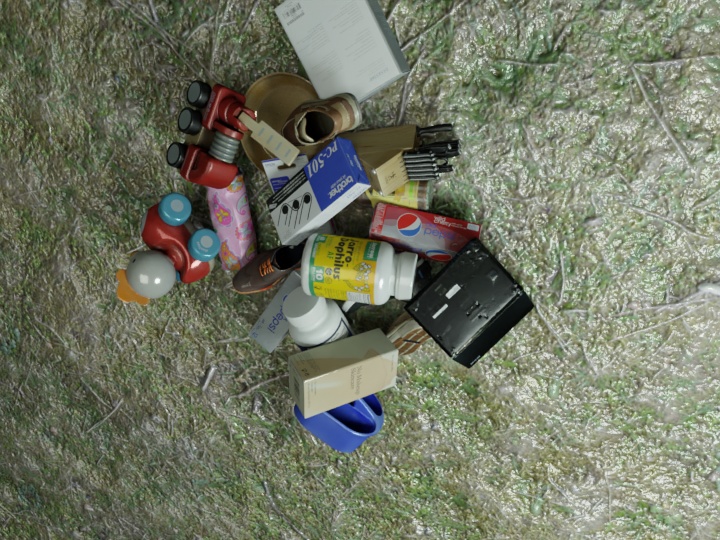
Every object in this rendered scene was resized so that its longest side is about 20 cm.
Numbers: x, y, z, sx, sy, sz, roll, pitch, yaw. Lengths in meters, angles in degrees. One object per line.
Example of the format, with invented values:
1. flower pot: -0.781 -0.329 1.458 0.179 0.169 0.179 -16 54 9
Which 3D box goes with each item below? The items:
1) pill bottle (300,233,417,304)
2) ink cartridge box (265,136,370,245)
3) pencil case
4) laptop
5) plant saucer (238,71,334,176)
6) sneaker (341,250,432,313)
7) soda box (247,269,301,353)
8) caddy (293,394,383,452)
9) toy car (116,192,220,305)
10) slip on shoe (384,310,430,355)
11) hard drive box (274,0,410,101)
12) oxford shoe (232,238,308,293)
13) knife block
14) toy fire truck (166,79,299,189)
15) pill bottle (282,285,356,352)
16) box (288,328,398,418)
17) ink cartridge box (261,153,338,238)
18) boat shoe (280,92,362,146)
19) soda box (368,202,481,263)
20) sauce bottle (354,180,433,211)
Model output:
1. pill bottle: 0.000 0.000 1.029 0.196 0.113 0.115 8 113 9
2. ink cartridge box: -0.080 -0.136 1.018 0.199 0.044 0.095 -34 71 31
3. pencil case: -0.263 -0.102 1.170 0.086 0.088 0.204 -3 109 18
4. laptop: 0.203 0.067 1.042 0.177 0.103 0.200 -44 96 7
5. plant saucer: -0.137 -0.270 1.088 0.196 0.035 0.204 6 113 15
6. sneaker: 0.058 0.047 1.128 0.112 0.073 0.200 45 115 -2
7. soda box: -0.155 0.078 1.214 0.068 0.063 0.201 38 116 1
8. caddy: -0.044 0.285 1.217 0.198 0.142 0.106 35 120 1
9. toy car: -0.412 -0.022 1.147 0.178 0.200 0.184 51 145 -7
10. slip on shoe: 0.087 0.119 1.134 0.074 0.062 0.200 10 153 -17
11. hard drive box: -0.029 -0.393 0.983 0.154 0.077 0.203 -23 102 24
12. oxford shoe: -0.174 -0.013 1.116 0.197 0.072 0.072 -27 82 12
13. knife block: 0.074 -0.219 1.024 0.174 0.200 0.065 -35 136 -13
14. toy fire truck: -0.226 -0.222 1.026 0.199 0.128 0.179 32 104 35
15. pill bottle: -0.075 0.124 1.141 0.109 0.112 0.201 -11 134 21
16. box: -0.032 0.190 1.082 0.197 0.078 0.097 -15 125 -24
17. ink cartridge box: -0.113 -0.133 1.106 0.093 0.037 0.203 -5 126 18
18. boat shoe: -0.084 -0.252 0.983 0.198 0.072 0.077 -7 115 51
19. soda box: 0.115 -0.064 1.046 0.196 0.070 0.065 14 73 4
20. sauce bottle: 0.034 -0.146 1.066 0.196 0.065 0.066 4 112 14
